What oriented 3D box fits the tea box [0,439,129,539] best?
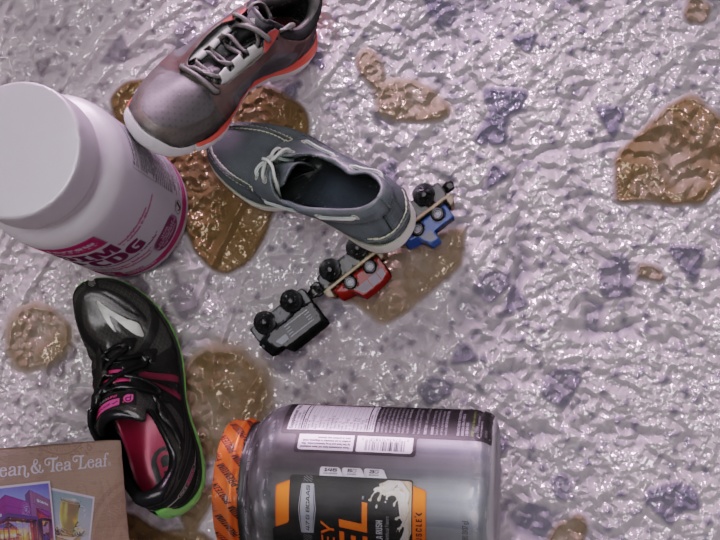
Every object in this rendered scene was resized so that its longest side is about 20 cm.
[{"bbox_3d":[-0.299,0.199,0.755,0.195,0.199,0.135,-16,77,35],"label":"tea box"}]

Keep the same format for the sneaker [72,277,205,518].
[{"bbox_3d":[-0.175,0.094,0.839,0.076,0.084,0.201,-25,78,4],"label":"sneaker"}]

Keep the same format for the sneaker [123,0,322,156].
[{"bbox_3d":[-0.103,-0.168,0.827,0.077,0.082,0.200,41,57,5],"label":"sneaker"}]

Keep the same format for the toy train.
[{"bbox_3d":[0.000,0.000,0.849,0.199,0.034,0.046,-39,80,3],"label":"toy train"}]

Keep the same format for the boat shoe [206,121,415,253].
[{"bbox_3d":[-0.048,-0.078,0.840,0.199,0.062,0.073,27,80,27],"label":"boat shoe"}]

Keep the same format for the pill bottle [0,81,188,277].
[{"bbox_3d":[-0.213,-0.065,0.812,0.112,0.200,0.115,-2,81,10],"label":"pill bottle"}]

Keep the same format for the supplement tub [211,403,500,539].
[{"bbox_3d":[0.000,0.160,0.778,0.198,0.123,0.124,0,81,11],"label":"supplement tub"}]
